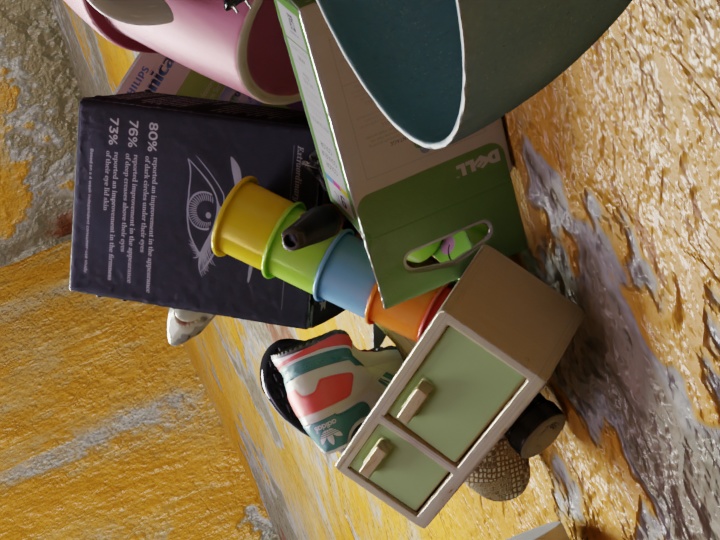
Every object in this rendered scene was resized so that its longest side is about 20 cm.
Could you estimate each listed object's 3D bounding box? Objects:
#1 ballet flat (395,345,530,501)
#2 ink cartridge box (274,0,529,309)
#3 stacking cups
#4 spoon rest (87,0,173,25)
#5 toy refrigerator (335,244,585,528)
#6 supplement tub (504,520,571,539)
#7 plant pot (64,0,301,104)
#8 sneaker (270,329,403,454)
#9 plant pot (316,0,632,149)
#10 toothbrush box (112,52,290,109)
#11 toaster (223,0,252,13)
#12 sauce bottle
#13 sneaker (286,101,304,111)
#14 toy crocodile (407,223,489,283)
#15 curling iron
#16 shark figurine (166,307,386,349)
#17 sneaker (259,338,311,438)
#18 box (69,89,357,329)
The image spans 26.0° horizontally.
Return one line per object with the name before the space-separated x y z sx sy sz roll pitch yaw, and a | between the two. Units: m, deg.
ballet flat | 0.068 0.073 1.140 0.201 0.070 0.065 60 156 21
ink cartridge box | 0.026 -0.090 0.933 0.059 0.103 0.201 -133 23 -59
stacking cups | 0.000 0.000 1.042 0.199 0.061 0.061 23 152 15
spoon rest | -0.155 -0.235 0.910 0.099 0.060 0.201 46 150 51
toy refrigerator | 0.057 0.080 0.978 0.076 0.070 0.200 34 141 3
supplement tub | 0.126 0.291 1.084 0.144 0.144 0.201 126 120 -76
plant pot | -0.086 -0.212 1.050 0.179 0.200 0.201 42 156 29
sneaker | 0.001 0.105 1.143 0.200 0.070 0.094 27 -137 -66
plant pot | 0.053 -0.165 0.602 0.200 0.134 0.201 157 90 -79
toothbrush box | -0.108 -0.108 1.309 0.199 0.086 0.146 31 170 -6
toaster | -0.053 -0.265 0.904 0.114 0.128 0.201 170 79 -79
sauce bottle | 0.063 0.046 1.080 0.200 0.066 0.066 44 158 29
sneaker | -0.053 -0.171 1.222 0.200 0.080 0.089 -120 6 -52
toy crocodile | 0.047 -0.042 1.049 0.067 0.062 0.200 25 -167 -33
curling iron | -0.030 -0.038 0.976 0.050 0.025 0.200 52 -164 -8
shark figurine | -0.052 -0.007 1.248 0.089 0.213 0.129 -22 -70 -72
sneaker | 0.003 0.118 1.286 0.199 0.072 0.083 28 176 -11
box | -0.104 -0.049 1.158 0.104 0.198 0.149 -27 -55 -70
